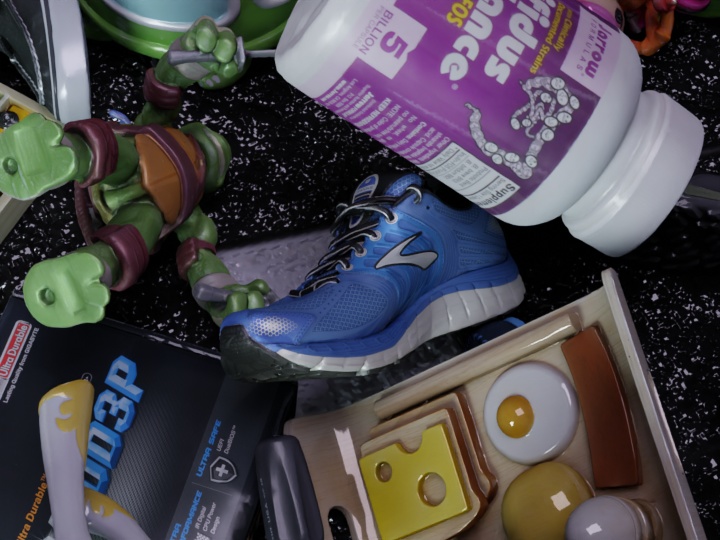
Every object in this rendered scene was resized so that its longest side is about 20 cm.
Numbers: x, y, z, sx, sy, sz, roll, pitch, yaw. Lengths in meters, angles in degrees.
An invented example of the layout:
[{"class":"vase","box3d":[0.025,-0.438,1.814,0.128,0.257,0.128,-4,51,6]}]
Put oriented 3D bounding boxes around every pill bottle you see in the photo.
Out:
[{"class":"pill bottle","box3d":[0.067,-0.093,0.923,0.199,0.112,0.113,31,59,-14]}]

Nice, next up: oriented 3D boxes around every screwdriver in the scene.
[{"class":"screwdriver","box3d":[-0.017,0.175,0.889,0.028,0.029,0.202,3,66,-50]}]

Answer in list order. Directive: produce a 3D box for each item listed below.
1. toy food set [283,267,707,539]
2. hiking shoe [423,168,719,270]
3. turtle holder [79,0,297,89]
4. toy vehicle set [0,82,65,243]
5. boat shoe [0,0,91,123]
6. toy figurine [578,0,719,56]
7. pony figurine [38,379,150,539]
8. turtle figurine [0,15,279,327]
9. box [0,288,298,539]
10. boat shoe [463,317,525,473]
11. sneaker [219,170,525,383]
[{"class":"toy food set","box3d":[0.059,0.103,0.869,0.199,0.060,0.145,-26,73,31]},{"class":"hiking shoe","box3d":[0.139,-0.069,1.039,0.198,0.076,0.101,15,63,6]},{"class":"turtle holder","box3d":[-0.082,-0.186,1.058,0.185,0.132,0.141,37,63,17]},{"class":"toy vehicle set","box3d":[-0.261,-0.031,1.014,0.124,0.027,0.201,26,61,11]},{"class":"boat shoe","box3d":[-0.200,-0.154,1.055,0.068,0.074,0.200,-12,55,-16]},{"class":"toy figurine","box3d":[0.121,-0.167,1.045,0.200,0.150,0.185,41,50,-9]},{"class":"pony figurine","box3d":[-0.151,0.159,0.803,0.192,0.167,0.200,-20,50,-22]},{"class":"turtle figurine","box3d":[-0.080,-0.046,0.944,0.199,0.145,0.194,25,25,19]},{"class":"box","box3d":[-0.133,0.123,0.922,0.158,0.046,0.201,17,60,5]},{"class":"boat shoe","box3d":[0.092,0.114,0.925,0.068,0.084,0.201,-19,61,-14]},{"class":"sneaker","box3d":[0.000,0.000,0.937,0.199,0.078,0.090,-23,102,-47]}]
